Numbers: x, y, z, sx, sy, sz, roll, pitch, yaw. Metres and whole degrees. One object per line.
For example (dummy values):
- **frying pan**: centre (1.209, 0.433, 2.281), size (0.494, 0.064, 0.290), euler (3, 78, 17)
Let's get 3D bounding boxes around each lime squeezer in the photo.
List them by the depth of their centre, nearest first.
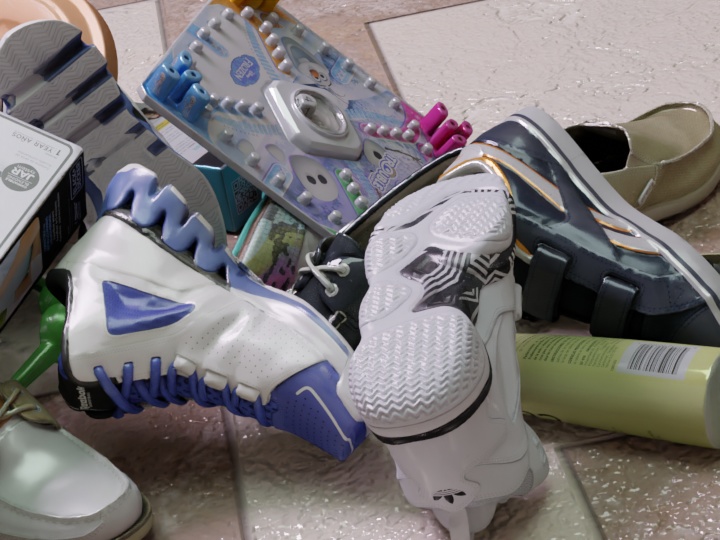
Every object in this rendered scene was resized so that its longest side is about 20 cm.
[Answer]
- **lime squeezer**: centre (-0.192, 0.036, 1.163), size (0.071, 0.038, 0.200), euler (-38, 25, 14)

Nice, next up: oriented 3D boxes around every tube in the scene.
- **tube**: centre (0.100, 0.056, 1.008), size (0.200, 0.058, 0.052), euler (7, 63, 32)

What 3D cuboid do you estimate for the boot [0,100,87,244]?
- **boot**: centre (-0.243, -0.055, 1.254), size (0.146, 0.200, 0.070), euler (27, 16, 7)

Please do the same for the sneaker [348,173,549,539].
- **sneaker**: centre (0.048, 0.043, 0.956), size (0.075, 0.115, 0.200), euler (-9, 34, 18)

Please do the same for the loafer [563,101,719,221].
- **loafer**: centre (0.160, -0.064, 1.186), size (0.076, 0.068, 0.200), euler (14, 36, 38)

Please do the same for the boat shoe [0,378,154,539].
- **boat shoe**: centre (-0.193, 0.096, 0.999), size (0.200, 0.068, 0.075), euler (13, 35, 36)

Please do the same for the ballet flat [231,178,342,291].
- **ballet flat**: centre (-0.037, -0.028, 1.200), size (0.071, 0.069, 0.200), euler (18, 30, -2)

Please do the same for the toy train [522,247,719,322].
- **toy train**: centre (0.174, 0.003, 1.093), size (0.200, 0.034, 0.046), euler (-4, 25, 11)

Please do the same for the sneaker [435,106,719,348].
- **sneaker**: centre (0.121, 0.001, 1.031), size (0.079, 0.078, 0.200), euler (-32, 59, -21)

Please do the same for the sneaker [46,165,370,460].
- **sneaker**: centre (-0.091, 0.047, 1.004), size (0.199, 0.081, 0.115), euler (40, 73, 18)

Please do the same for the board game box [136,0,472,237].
- **board game box**: centre (-0.025, -0.100, 1.220), size (0.200, 0.026, 0.200), euler (37, 31, -7)

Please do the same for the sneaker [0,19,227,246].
- **sneaker**: centre (-0.158, -0.076, 1.172), size (0.081, 0.199, 0.115), euler (-34, 23, -5)

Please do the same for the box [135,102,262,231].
- **box**: centre (-0.150, -0.077, 1.332), size (0.200, 0.049, 0.082), euler (9, 34, 31)

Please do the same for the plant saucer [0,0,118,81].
- **plant saucer**: centre (-0.261, -0.117, 1.340), size (0.200, 0.032, 0.200), euler (-12, 62, 24)

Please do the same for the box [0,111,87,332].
- **box**: centre (-0.242, 0.000, 0.997), size (0.117, 0.060, 0.200), euler (23, 54, 10)

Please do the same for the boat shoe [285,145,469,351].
- **boat shoe**: centre (0.000, 0.000, 1.094), size (0.200, 0.060, 0.076), euler (-39, 39, -20)
